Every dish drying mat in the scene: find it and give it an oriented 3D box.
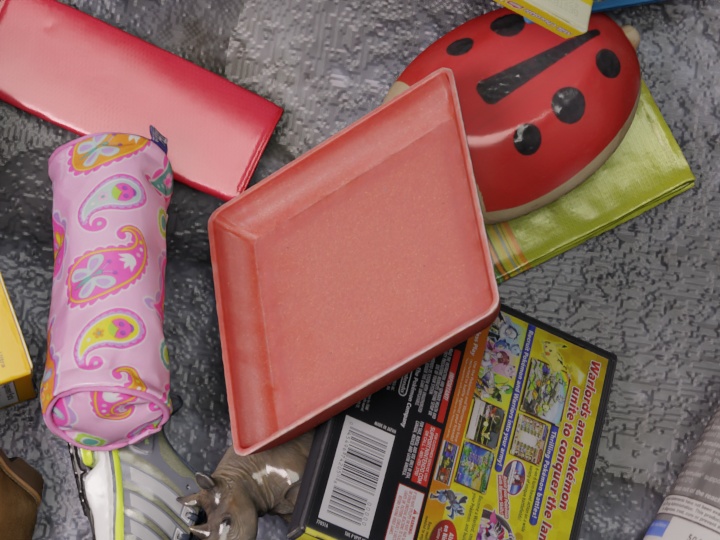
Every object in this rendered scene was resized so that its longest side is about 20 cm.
[{"bbox_3d":[-0.155,-0.115,1.766,0.199,0.018,0.077,25,79,1],"label":"dish drying mat"}]

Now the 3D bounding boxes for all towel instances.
[{"bbox_3d":[0.116,-0.052,1.778,0.199,0.018,0.086,-26,83,-9],"label":"towel"}]

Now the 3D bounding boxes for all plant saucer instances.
[{"bbox_3d":[0.000,0.000,1.665,0.200,0.037,0.200,-31,45,24],"label":"plant saucer"}]

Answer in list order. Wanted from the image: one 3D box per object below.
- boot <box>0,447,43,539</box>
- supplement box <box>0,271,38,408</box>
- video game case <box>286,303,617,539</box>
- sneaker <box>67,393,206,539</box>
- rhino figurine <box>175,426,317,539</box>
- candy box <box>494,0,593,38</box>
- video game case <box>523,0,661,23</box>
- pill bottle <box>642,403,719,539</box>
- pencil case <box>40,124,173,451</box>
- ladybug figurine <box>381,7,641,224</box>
[{"bbox_3d":[-0.251,0.133,1.617,0.073,0.200,0.076,-7,64,23],"label":"boot"},{"bbox_3d":[-0.311,0.053,1.673,0.199,0.109,0.110,-19,82,-9],"label":"supplement box"},{"bbox_3d":[0.061,0.109,1.691,0.180,0.025,0.201,24,61,-15],"label":"video game case"},{"bbox_3d":[-0.128,0.164,1.689,0.081,0.074,0.201,-11,82,-10],"label":"sneaker"},{"bbox_3d":[-0.039,0.134,1.683,0.199,0.060,0.088,-24,80,-31],"label":"rhino figurine"},{"bbox_3d":[0.117,-0.257,1.702,0.102,0.026,0.201,25,68,-32],"label":"candy box"},{"bbox_3d":[0.170,-0.244,1.763,0.199,0.018,0.144,-13,89,-36],"label":"video game case"},{"bbox_3d":[0.271,0.122,1.709,0.114,0.114,0.200,31,79,1],"label":"pill bottle"},{"bbox_3d":[-0.154,0.010,1.680,0.087,0.088,0.201,2,57,-5],"label":"pencil case"},{"bbox_3d":[0.098,-0.111,1.750,0.200,0.072,0.136,-34,72,-13],"label":"ladybug figurine"}]
